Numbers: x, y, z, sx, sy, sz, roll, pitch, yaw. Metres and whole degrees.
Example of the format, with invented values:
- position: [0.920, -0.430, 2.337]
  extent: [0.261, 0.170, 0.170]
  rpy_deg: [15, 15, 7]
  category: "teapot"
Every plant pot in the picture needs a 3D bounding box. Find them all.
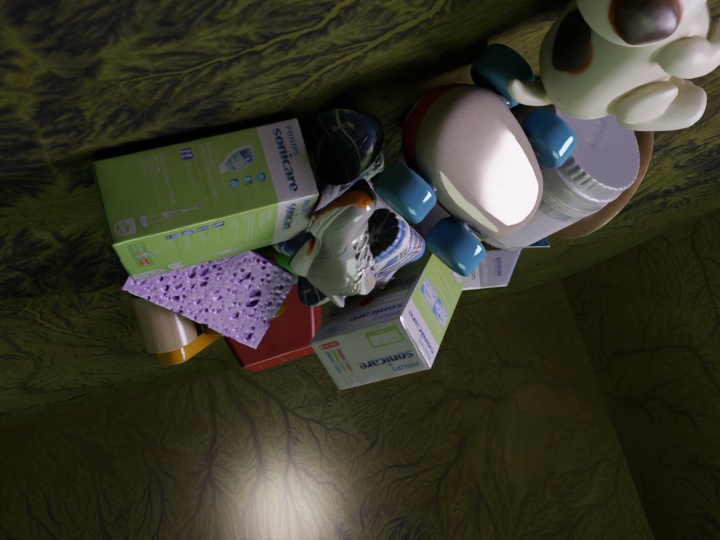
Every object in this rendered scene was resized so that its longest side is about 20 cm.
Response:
- position: [-0.159, 0.073, 1.223]
  extent: [0.198, 0.178, 0.200]
  rpy_deg: [-17, 169, -3]
  category: "plant pot"
- position: [0.308, -0.140, 0.941]
  extent: [0.027, 0.202, 0.200]
  rpy_deg: [24, 150, -23]
  category: "plant pot"

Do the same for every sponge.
- position: [-0.185, 0.011, 0.852]
  extent: [0.199, 0.112, 0.030]
  rpy_deg: [30, -177, -36]
  category: "sponge"

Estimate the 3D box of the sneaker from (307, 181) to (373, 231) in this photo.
- position: [-0.079, -0.080, 0.875]
  extent: [0.198, 0.071, 0.080]
  rpy_deg: [-10, 168, 2]
  category: "sneaker"

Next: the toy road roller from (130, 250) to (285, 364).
- position: [-0.194, 0.036, 0.936]
  extent: [0.145, 0.124, 0.200]
  rpy_deg: [-2, -161, 30]
  category: "toy road roller"

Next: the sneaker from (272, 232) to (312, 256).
- position: [-0.030, -0.032, 0.997]
  extent: [0.199, 0.089, 0.079]
  rpy_deg: [-3, 121, -46]
  category: "sneaker"

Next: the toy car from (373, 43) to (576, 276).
- position: [0.088, -0.129, 0.752]
  extent: [0.185, 0.177, 0.200]
  rpy_deg: [-50, -148, -3]
  category: "toy car"

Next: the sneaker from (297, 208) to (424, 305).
- position: [0.000, 0.000, 0.877]
  extent: [0.085, 0.078, 0.199]
  rpy_deg: [20, 144, -41]
  category: "sneaker"

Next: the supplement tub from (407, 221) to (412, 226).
- position: [0.048, -0.012, 1.209]
  extent: [0.144, 0.146, 0.199]
  rpy_deg: [-26, 167, 39]
  category: "supplement tub"

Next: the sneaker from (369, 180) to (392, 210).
- position: [0.024, -0.067, 0.972]
  extent: [0.075, 0.116, 0.200]
  rpy_deg: [-23, 168, 28]
  category: "sneaker"

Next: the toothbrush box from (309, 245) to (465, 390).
- position: [0.042, 0.055, 0.932]
  extent: [0.145, 0.087, 0.200]
  rpy_deg: [-18, -156, 32]
  category: "toothbrush box"

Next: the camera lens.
- position: [0.224, -0.127, 0.871]
  extent: [0.159, 0.162, 0.200]
  rpy_deg: [-10, 167, -35]
  category: "camera lens"

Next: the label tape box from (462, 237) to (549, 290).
- position: [0.184, -0.024, 1.070]
  extent: [0.198, 0.067, 0.143]
  rpy_deg: [-4, -160, 7]
  category: "label tape box"

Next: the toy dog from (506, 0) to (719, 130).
- position: [0.216, -0.213, 0.558]
  extent: [0.192, 0.141, 0.200]
  rpy_deg: [-5, 168, 8]
  category: "toy dog"

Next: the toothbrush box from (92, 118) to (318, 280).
- position: [-0.155, -0.069, 0.710]
  extent: [0.198, 0.087, 0.146]
  rpy_deg: [-14, 169, -13]
  category: "toothbrush box"

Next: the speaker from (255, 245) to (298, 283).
- position: [-0.168, -0.002, 1.071]
  extent: [0.198, 0.089, 0.088]
  rpy_deg: [-19, 169, 6]
  category: "speaker"

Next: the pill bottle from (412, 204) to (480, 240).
- position: [0.181, -0.103, 1.028]
  extent: [0.199, 0.112, 0.111]
  rpy_deg: [-20, 173, -31]
  category: "pill bottle"

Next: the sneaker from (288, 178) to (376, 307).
- position: [-0.009, -0.023, 0.743]
  extent: [0.076, 0.092, 0.200]
  rpy_deg: [-43, 176, -25]
  category: "sneaker"

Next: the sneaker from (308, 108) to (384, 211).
- position: [-0.010, -0.131, 0.752]
  extent: [0.085, 0.078, 0.200]
  rpy_deg: [-24, 180, -22]
  category: "sneaker"
